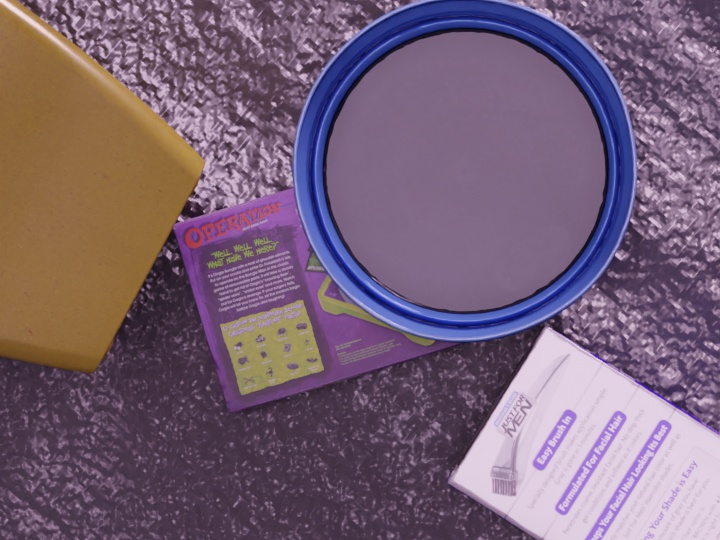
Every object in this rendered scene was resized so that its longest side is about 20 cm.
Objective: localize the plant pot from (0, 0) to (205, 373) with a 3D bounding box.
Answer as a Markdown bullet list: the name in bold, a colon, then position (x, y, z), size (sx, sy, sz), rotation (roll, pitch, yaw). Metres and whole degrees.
- **plant pot**: position (-0.198, -0.045, 1.513), size (0.176, 0.200, 0.200), rotation (28, 91, -7)

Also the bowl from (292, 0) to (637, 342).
- **bowl**: position (0.061, -0.059, 1.534), size (0.200, 0.039, 0.201), rotation (0, 89, 3)

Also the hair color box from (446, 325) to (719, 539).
- **hair color box**: position (0.163, 0.129, 1.536), size (0.200, 0.065, 0.109), rotation (33, 92, 3)

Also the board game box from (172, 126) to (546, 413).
- **board game box**: position (0.000, 0.000, 1.569), size (0.200, 0.032, 0.120), rotation (-17, 92, 3)
